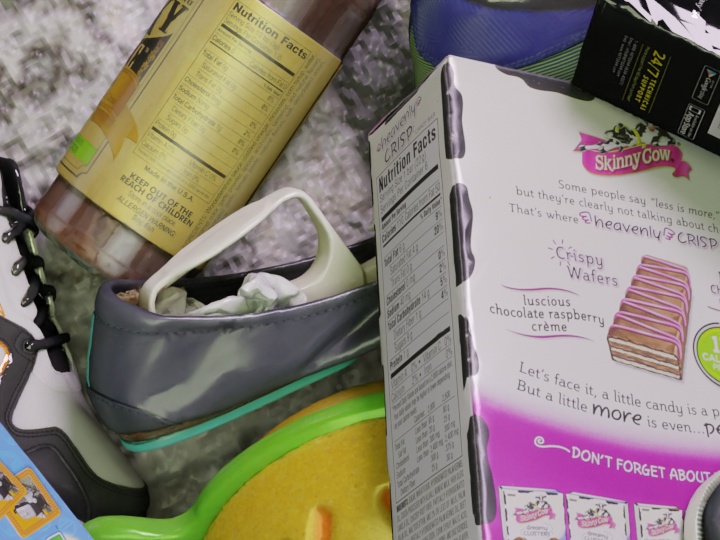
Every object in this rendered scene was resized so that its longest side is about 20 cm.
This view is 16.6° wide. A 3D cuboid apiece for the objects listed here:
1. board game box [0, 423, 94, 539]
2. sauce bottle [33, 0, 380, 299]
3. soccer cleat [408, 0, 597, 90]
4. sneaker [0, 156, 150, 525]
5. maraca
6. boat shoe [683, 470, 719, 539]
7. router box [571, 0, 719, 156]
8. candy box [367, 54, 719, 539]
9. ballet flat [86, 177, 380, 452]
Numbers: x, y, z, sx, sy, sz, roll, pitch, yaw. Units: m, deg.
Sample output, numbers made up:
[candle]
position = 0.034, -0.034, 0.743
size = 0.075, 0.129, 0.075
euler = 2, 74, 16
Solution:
[board game box]
position = -0.123, 0.138, 0.833
size = 0.200, 0.037, 0.151
euler = 50, 136, -1
[sauce bottle]
position = -0.036, -0.083, 0.855
size = 0.065, 0.065, 0.200
euler = 35, 91, 0
[soccer cleat]
position = 0.114, -0.073, 0.860
size = 0.199, 0.065, 0.084
euler = 9, 130, -7
[sneaker]
position = -0.135, 0.008, 0.855
size = 0.080, 0.074, 0.200
euler = -40, 91, 1
[maraca]
position = -0.005, 0.104, 0.836
size = 0.199, 0.107, 0.138
euler = -20, 121, 9
[boat shoe]
position = 0.196, 0.080, 0.734
size = 0.198, 0.066, 0.075
euler = 11, 65, -17
[router box]
position = 0.176, -0.111, 0.796
size = 0.149, 0.051, 0.200
euler = 27, 60, 8
[candy box]
position = 0.078, 0.043, 0.771
size = 0.136, 0.061, 0.201
euler = 10, 63, -25
[ballet flat]
position = 0.000, 0.000, 0.832
size = 0.199, 0.073, 0.073
euler = -18, 91, -14
